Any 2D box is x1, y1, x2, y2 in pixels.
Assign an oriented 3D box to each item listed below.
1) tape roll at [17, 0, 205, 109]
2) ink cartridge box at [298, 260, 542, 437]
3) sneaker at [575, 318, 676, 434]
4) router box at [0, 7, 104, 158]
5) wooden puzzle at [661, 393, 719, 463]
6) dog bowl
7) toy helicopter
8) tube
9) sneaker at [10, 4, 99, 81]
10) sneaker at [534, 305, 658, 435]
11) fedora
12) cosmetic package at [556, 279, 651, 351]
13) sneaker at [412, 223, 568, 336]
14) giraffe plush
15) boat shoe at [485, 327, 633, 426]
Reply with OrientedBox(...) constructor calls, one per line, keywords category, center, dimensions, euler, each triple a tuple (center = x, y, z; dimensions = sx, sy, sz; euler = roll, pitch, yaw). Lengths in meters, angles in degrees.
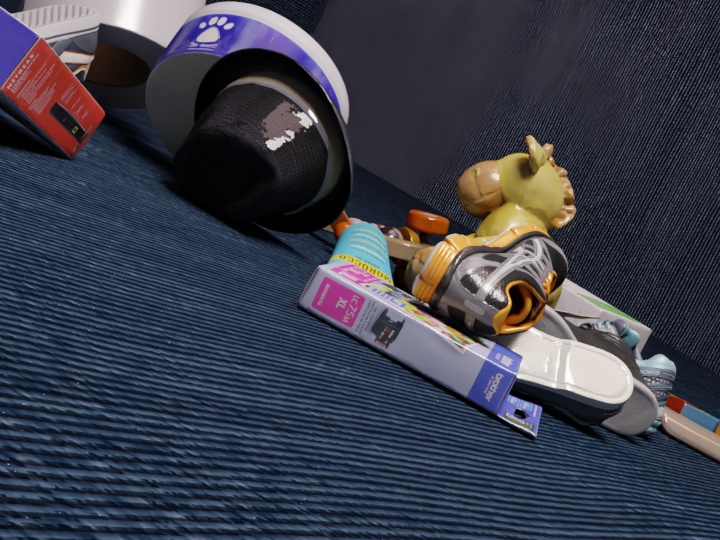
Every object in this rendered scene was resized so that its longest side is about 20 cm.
OrientedBox(category="tape roll", center=(-0.272, -0.285, 1.433), dimensions=(0.199, 0.141, 0.203), euler=(7, -20, 2))
OrientedBox(category="ink cartridge box", center=(0.056, 0.055, 0.998), dimensions=(0.198, 0.042, 0.119), euler=(31, 7, 7))
OrientedBox(category="sneaker", center=(0.241, 0.085, 1.322), dimensions=(0.077, 0.087, 0.199), euler=(22, 9, -47))
OrientedBox(category="router box", center=(-0.305, -0.181, 0.995), dimensions=(0.199, 0.049, 0.180), euler=(36, -7, 8))
OrientedBox(category="wooden puzzle", center=(0.401, 0.182, 1.468), dimensions=(0.183, 0.038, 0.200), euler=(29, 7, -2))
OrientedBox(category="dog bowl", center=(-0.115, -0.166, 1.322), dimensions=(0.197, 0.079, 0.202), euler=(17, -38, 14))
OrientedBox(category="toy helicopter", center=(-0.010, -0.041, 1.414), dimensions=(0.198, 0.080, 0.132), euler=(19, 11, 29))
OrientedBox(category="tube", center=(0.000, 0.000, 1.185), dimensions=(0.076, 0.051, 0.200), euler=(20, 12, -4))
OrientedBox(category="sneaker", center=(-0.332, -0.203, 1.246), dimensions=(0.078, 0.081, 0.199), euler=(27, 29, 34))
OrientedBox(category="sneaker", center=(0.183, 0.071, 1.209), dimensions=(0.199, 0.071, 0.099), euler=(34, 16, -9))
OrientedBox(category="fedora", center=(-0.103, -0.105, 1.196), dimensions=(0.199, 0.203, 0.091), euler=(31, 40, 25))
OrientedBox(category="cosmetic package", center=(0.226, 0.053, 1.529), dimensions=(0.107, 0.086, 0.200), euler=(19, 12, -42))
OrientedBox(category="sneaker", center=(0.119, 0.016, 1.044), dimensions=(0.077, 0.079, 0.199), euler=(36, 25, 26))
OrientedBox(category="giraffe plush", center=(0.147, -0.044, 1.284), dimensions=(0.197, 0.165, 0.172), euler=(8, -10, -17))
OrientedBox(category="boat shoe", center=(0.132, 0.080, 1.117), dimensions=(0.197, 0.073, 0.062), euler=(22, -37, 2))
